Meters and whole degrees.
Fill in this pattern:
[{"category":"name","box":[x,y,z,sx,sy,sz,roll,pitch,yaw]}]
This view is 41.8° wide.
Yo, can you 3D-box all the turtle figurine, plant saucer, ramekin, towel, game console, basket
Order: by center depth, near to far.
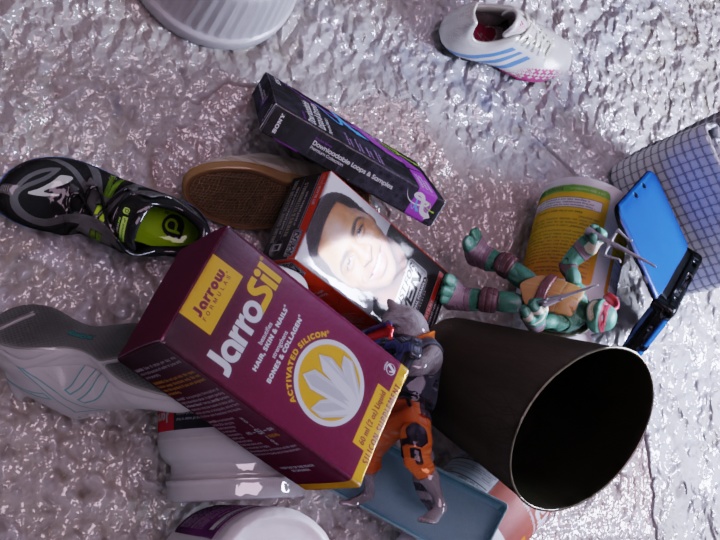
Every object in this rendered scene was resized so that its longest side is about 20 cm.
[{"category":"basket","box":[0.145,0.120,0.904,0.179,0.199,0.137,-27,113,-25]},{"category":"plant saucer","box":[0.040,0.212,0.910,0.198,0.019,0.070,24,68,22]},{"category":"turtle figurine","box":[0.190,0.021,0.964,0.150,0.198,0.102,-48,142,-44]},{"category":"ramekin","box":[-0.139,-0.339,0.966,0.200,0.094,0.205,7,76,-27]},{"category":"game console","box":[0.314,0.004,1.084,0.118,0.172,0.200,37,31,13]},{"category":"towel","box":[0.428,-0.079,1.173,0.085,0.165,0.201,-32,94,-36]}]

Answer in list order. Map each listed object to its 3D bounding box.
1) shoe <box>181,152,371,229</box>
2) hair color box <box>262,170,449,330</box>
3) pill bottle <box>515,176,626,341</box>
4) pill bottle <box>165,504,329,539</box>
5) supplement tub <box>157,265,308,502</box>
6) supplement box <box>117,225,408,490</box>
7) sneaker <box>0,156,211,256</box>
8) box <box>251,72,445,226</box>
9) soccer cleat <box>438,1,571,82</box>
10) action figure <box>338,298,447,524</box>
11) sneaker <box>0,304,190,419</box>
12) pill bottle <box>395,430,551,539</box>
[{"category":"shoe","box":[-0.087,-0.081,0.963,0.198,0.053,0.071,4,118,-25]},{"category":"hair color box","box":[0.000,0.000,0.950,0.200,0.061,0.102,37,63,-35]},{"category":"pill bottle","box":[0.240,0.005,1.080,0.110,0.111,0.202,27,67,-20]},{"category":"pill bottle","box":[-0.105,0.253,0.784,0.111,0.200,0.114,6,76,-26]},{"category":"supplement tub","box":[-0.113,0.102,0.850,0.139,0.140,0.203,4,76,-27]},{"category":"supplement box","box":[-0.072,0.074,0.743,0.200,0.085,0.111,40,58,-22]},{"category":"sneaker","box":[-0.226,-0.056,0.855,0.198,0.083,0.072,14,91,-24]},{"category":"box","box":[-0.016,-0.126,0.962,0.199,0.143,0.036,27,106,-20]},{"category":"soccer cleat","box":[0.190,-0.276,1.134,0.198,0.086,0.071,3,77,-28]},{"category":"action figure","box":[0.026,0.126,0.890,0.104,0.199,0.196,10,81,-28]},{"category":"sneaker","box":[-0.217,0.087,0.795,0.198,0.081,0.071,12,36,15]},{"category":"pill bottle","box":[0.129,0.239,0.965,0.200,0.112,0.113,-40,98,-29]}]
